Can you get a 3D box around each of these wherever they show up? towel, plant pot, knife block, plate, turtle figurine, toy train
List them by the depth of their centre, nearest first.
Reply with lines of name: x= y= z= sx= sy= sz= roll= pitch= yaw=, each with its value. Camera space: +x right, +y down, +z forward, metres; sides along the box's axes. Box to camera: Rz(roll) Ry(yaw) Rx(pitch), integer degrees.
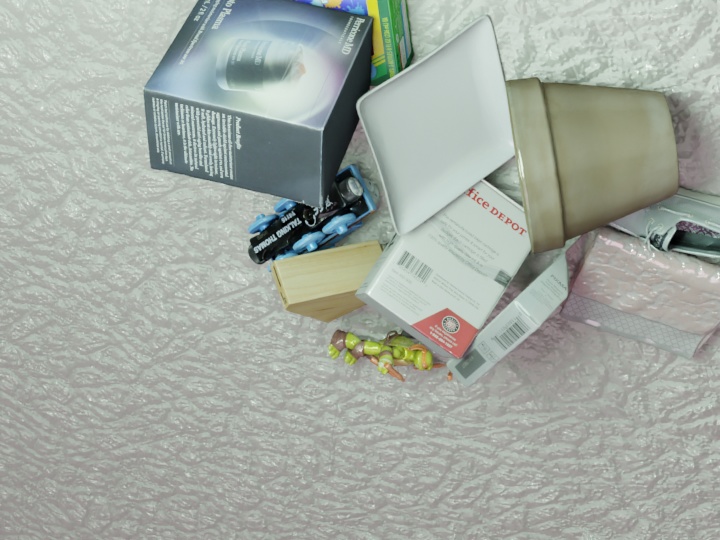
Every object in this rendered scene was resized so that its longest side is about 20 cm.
plant pot: x=0.263 y=-0.130 z=1.424 sx=0.173 sy=0.200 sz=0.201 roll=-9 pitch=132 yaw=6
plate: x=0.088 y=-0.169 z=1.461 sx=0.032 sy=0.200 sz=0.200 roll=34 pitch=153 yaw=45
towel: x=0.372 y=0.033 z=1.622 sx=0.199 sy=0.032 sz=0.191 roll=19 pitch=145 yaw=1
knife block: x=0.000 y=0.000 z=1.643 sx=0.175 sy=0.064 sz=0.200 roll=-27 pitch=161 yaw=17
toy train: x=-0.060 y=-0.066 z=1.651 sx=0.200 sy=0.114 sz=0.087 roll=-33 pitch=80 yaw=32
turtle figurine: x=0.038 y=0.117 z=1.802 sx=0.161 sy=0.200 sz=0.065 roll=7 pitch=92 yaw=30

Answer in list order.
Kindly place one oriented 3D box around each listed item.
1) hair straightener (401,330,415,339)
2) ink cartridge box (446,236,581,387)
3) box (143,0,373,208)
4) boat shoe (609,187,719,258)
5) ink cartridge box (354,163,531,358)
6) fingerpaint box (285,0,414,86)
hair straightener: x=0.101 y=0.031 z=1.714 sx=0.041 sy=0.077 sz=0.200 roll=11 pitch=137 yaw=-16
ink cartridge box: x=0.213 y=0.049 z=1.591 sx=0.057 sy=0.200 sz=0.163 roll=49 pitch=136 yaw=8
box: x=-0.105 y=-0.195 z=1.367 sx=0.197 sy=0.200 sz=0.124 roll=14 pitch=139 yaw=7
boat shoe: x=0.374 y=-0.057 z=1.517 sx=0.200 sy=0.072 sz=0.070 roll=11 pitch=137 yaw=14
ink cartridge box: x=0.110 y=-0.012 z=1.564 sx=0.147 sy=0.200 sz=0.083 roll=35 pitch=172 yaw=-7
fingerpaint box: x=-0.037 y=-0.310 z=1.423 sx=0.166 sy=0.074 sz=0.201 roll=6 pitch=135 yaw=16
